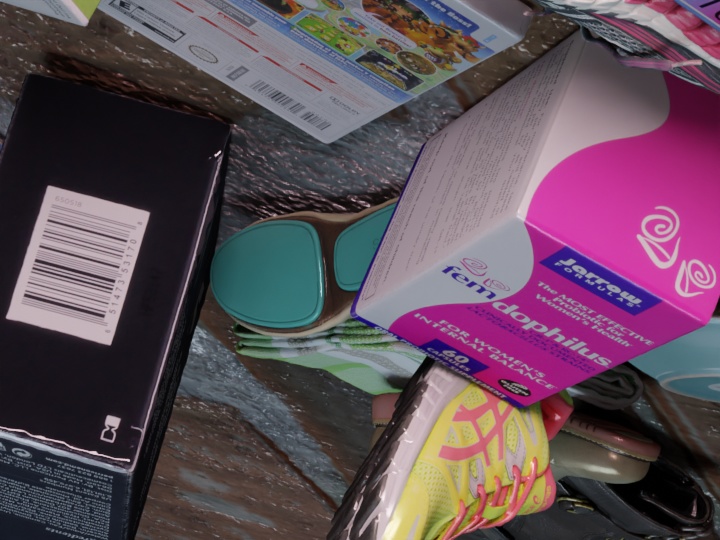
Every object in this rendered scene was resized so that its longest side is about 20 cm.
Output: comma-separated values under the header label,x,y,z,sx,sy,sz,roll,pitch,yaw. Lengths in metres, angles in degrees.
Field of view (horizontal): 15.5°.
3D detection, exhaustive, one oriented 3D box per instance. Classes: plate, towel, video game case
label,x,y,z,sx,sy,sz,roll,pitch,yaw
plate,0.209,0.048,1.245,0.198,0.026,0.200,5,172,1
towel,0.040,0.055,1.479,0.149,0.031,0.199,20,165,-36
video game case,-0.029,-0.119,1.185,0.143,0.018,0.200,30,159,-17

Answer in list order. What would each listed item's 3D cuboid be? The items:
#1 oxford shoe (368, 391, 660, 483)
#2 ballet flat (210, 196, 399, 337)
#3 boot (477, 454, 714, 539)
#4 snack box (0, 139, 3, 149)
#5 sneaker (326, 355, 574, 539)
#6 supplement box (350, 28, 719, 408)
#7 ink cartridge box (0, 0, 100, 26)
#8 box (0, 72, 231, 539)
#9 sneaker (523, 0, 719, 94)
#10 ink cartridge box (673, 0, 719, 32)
label,x,y,z,sx,sy,sz,roll,pitch,yaw
oxford shoe,0.084,0.111,1.476,0.071,0.074,0.199,17,169,-41
ballet flat,0.000,0.000,1.395,0.069,0.070,0.199,35,155,-31
boot,0.156,0.155,1.596,0.199,0.070,0.174,34,158,-22
snack box,-0.202,-0.041,1.551,0.072,0.024,0.200,-1,149,46
sneaker,0.052,0.095,1.275,0.090,0.200,0.078,35,132,-1
supplement box,0.088,-0.020,1.190,0.101,0.104,0.200,28,157,-12
ink cartridge box,-0.125,-0.165,1.054,0.199,0.076,0.148,21,162,34
box,-0.151,0.035,1.408,0.117,0.198,0.200,15,156,0
sneaker,0.092,-0.114,0.983,0.199,0.081,0.075,27,161,-13
ink cartridge box,0.201,-0.120,0.863,0.136,0.077,0.200,30,157,-19
